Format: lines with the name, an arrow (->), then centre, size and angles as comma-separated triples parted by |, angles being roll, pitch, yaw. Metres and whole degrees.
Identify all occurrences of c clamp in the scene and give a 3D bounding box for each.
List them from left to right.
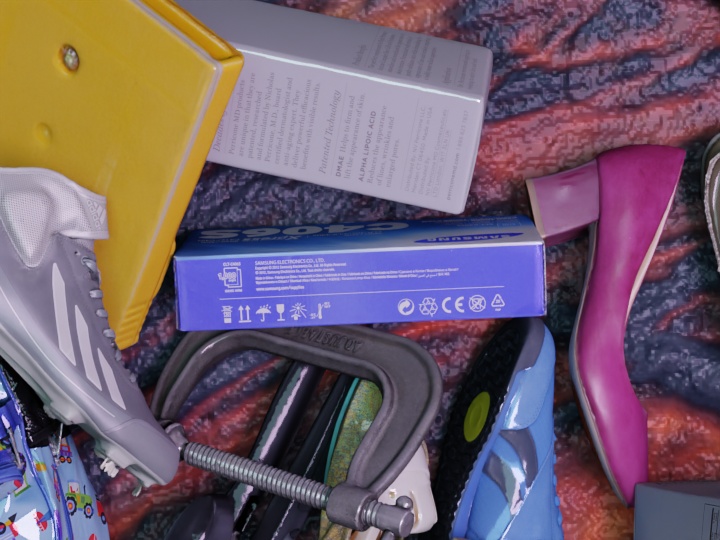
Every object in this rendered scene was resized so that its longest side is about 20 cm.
c clamp -> -0.044, 0.091, 0.860 | 0.199, 0.027, 0.171 | 19, 62, 34

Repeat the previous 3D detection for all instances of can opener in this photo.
can opener -> -0.049, 0.122, 0.906 | 0.063, 0.079, 0.201 | 32, 79, 11

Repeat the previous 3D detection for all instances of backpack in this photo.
backpack -> -0.240, 0.132, 0.874 | 0.182, 0.135, 0.201 | -23, 89, 1

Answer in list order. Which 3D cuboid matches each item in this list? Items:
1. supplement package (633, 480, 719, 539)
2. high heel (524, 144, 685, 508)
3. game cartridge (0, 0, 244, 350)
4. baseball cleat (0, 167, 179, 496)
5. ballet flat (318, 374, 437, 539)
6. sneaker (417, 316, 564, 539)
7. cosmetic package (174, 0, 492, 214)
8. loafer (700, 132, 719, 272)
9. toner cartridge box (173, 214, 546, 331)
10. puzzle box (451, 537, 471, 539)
supplement package -> 0.263, 0.187, 0.803 | 0.190, 0.200, 0.148 | 3, 86, -16
high heel -> 0.160, 0.029, 0.902 | 0.096, 0.067, 0.201 | -13, 87, 3
game cartridge -> -0.161, -0.076, 0.862 | 0.176, 0.032, 0.201 | 39, 126, 20
baseball cleat -> -0.146, 0.021, 0.821 | 0.200, 0.070, 0.107 | 47, 73, -22
ballet flat -> 0.007, 0.152, 0.895 | 0.070, 0.071, 0.201 | 17, 91, 2
sneaker -> 0.085, 0.128, 0.906 | 0.078, 0.066, 0.201 | 17, 85, -15
cosmetic package -> -0.030, -0.098, 0.889 | 0.199, 0.102, 0.074 | 11, 114, 4
loafer -> 0.244, 0.013, 0.893 | 0.075, 0.070, 0.201 | -20, 87, 14
toner cartridge box -> 0.000, 0.000, 0.890 | 0.199, 0.095, 0.043 | -3, 102, 1
puzzle box -> 0.083, 0.252, 0.873 | 0.132, 0.025, 0.201 | 15, 93, -28
